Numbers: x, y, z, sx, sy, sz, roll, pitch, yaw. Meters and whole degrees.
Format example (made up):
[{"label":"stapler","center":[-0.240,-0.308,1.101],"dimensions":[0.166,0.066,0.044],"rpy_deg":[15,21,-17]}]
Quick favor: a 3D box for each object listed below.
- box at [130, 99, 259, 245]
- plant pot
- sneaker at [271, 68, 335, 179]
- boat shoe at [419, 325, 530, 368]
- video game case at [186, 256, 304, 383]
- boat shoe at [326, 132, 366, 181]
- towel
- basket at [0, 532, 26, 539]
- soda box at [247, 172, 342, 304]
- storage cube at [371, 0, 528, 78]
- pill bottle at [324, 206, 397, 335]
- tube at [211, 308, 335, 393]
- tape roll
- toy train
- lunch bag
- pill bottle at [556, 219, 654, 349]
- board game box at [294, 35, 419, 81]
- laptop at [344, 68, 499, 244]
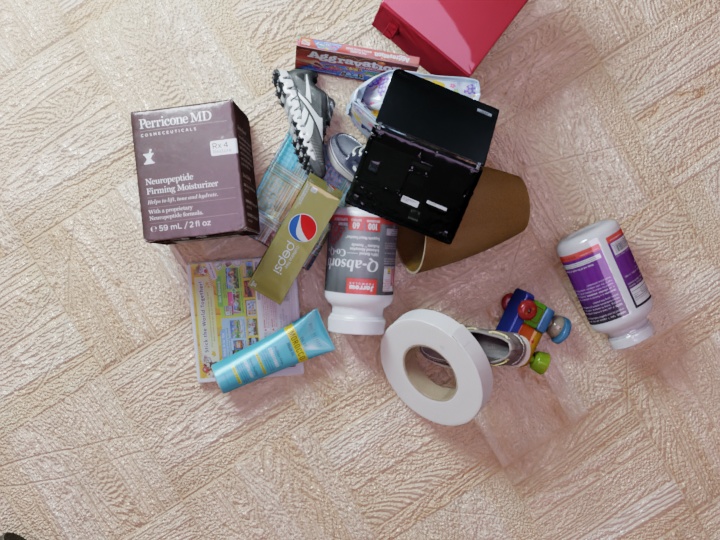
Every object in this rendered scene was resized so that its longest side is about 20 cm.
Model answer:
[{"label":"box","center":[-0.257,-0.149,1.559],"dimensions":[0.164,0.164,0.203],"rpy_deg":[-7,90,2]},{"label":"plant pot","center":[0.167,-0.097,1.599],"dimensions":[0.197,0.186,0.189],"rpy_deg":[-6,92,-14]},{"label":"sneaker","center":[-0.076,-0.247,1.610],"dimensions":[0.089,0.067,0.202],"rpy_deg":[-15,74,-15]},{"label":"boat shoe","center":[0.176,0.125,1.604],"dimensions":[0.198,0.059,0.073],"rpy_deg":[1,82,37]},{"label":"video game case","center":[-0.190,0.081,1.644],"dimensions":[0.180,0.023,0.203],"rpy_deg":[-4,98,-3]},{"label":"boat shoe","center":[0.018,-0.178,1.572],"dimensions":[0.074,0.093,0.200],"rpy_deg":[-20,54,-32]},{"label":"towel","center":[-0.100,-0.122,1.650],"dimensions":[0.146,0.022,0.201],"rpy_deg":[29,90,-3]},{"label":"basket","center":[-0.609,0.535,1.594],"dimensions":[0.180,0.136,0.200],"rpy_deg":[45,86,-8]},{"label":"soda box","center":[-0.104,-0.050,1.570],"dimensions":[0.064,0.068,0.201],"rpy_deg":[29,106,-7]},{"label":"storage cube","center":[0.143,-0.419,1.579],"dimensions":[0.179,0.171,0.201],"rpy_deg":[37,89,-5]},{"label":"pill bottle","center":[0.000,0.000,1.612],"dimensions":[0.114,0.116,0.203],"rpy_deg":[3,92,-3]},{"label":"tube","center":[-0.146,0.138,1.624],"dimensions":[0.198,0.050,0.078],"rpy_deg":[-25,111,-5]},{"label":"tape roll","center":[0.121,0.157,1.595],"dimensions":[0.037,0.202,0.204],"rpy_deg":[-37,94,-42]},{"label":"toy train","center":[0.267,0.144,1.656],"dimensions":[0.115,0.085,0.202],"rpy_deg":[26,90,-17]},{"label":"lunch bag","center":[0.078,-0.246,1.581],"dimensions":[0.197,0.170,0.129],"rpy_deg":[8,87,-5]},{"label":"pill bottle","center":[0.413,0.024,1.638],"dimensions":[0.111,0.112,0.202],"rpy_deg":[-25,93,-2]},{"label":"board game box","center":[-0.008,-0.337,1.606],"dimensions":[0.197,0.103,0.020],"rpy_deg":[9,78,-3]},{"label":"laptop","center":[0.094,-0.173,1.486],"dimensions":[0.175,0.103,0.202],"rpy_deg":[21,109,-2]}]
